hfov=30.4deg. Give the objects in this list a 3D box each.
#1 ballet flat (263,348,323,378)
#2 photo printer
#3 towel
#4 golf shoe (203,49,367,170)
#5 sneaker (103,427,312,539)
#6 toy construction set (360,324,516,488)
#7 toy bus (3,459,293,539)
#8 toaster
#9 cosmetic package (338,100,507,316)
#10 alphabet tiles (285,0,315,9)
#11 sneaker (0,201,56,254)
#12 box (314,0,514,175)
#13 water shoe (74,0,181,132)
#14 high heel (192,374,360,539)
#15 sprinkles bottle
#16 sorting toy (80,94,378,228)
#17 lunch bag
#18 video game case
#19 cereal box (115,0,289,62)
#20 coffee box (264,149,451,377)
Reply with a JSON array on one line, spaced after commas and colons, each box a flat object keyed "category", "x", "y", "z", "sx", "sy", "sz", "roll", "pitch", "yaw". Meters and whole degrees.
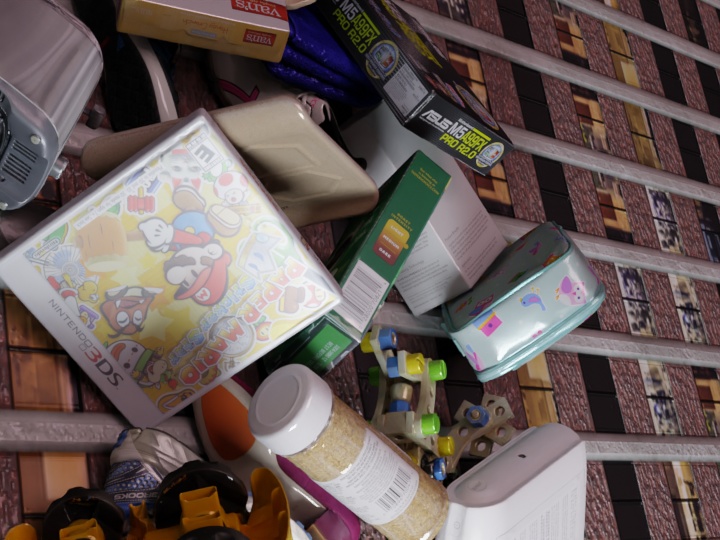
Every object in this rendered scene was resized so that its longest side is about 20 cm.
[{"category": "ballet flat", "x": -0.015, "y": 0.038, "z": 1.218, "sx": 0.072, "sy": 0.072, "sz": 0.201, "roll": 53, "pitch": 41, "yaw": -12}, {"category": "photo printer", "x": 0.136, "y": 0.251, "z": 1.222, "sx": 0.199, "sy": 0.069, "sz": 0.169, "roll": -24, "pitch": 119, "yaw": -50}, {"category": "towel", "x": -0.065, "y": -0.241, "z": 1.265, "sx": 0.146, "sy": 0.050, "sz": 0.201, "roll": 13, "pitch": 33, "yaw": -42}, {"category": "golf shoe", "x": -0.067, "y": -0.156, "z": 1.248, "sx": 0.201, "sy": 0.092, "sz": 0.073, "roll": 54, "pitch": 43, "yaw": -9}, {"category": "sneaker", "x": -0.121, "y": 0.208, "z": 1.023, "sx": 0.199, "sy": 0.077, "sz": 0.086, "roll": 36, "pitch": 57, "yaw": -19}, {"category": "toy construction set", "x": 0.064, "y": 0.142, "z": 1.220, "sx": 0.199, "sy": 0.091, "sz": 0.133, "roll": 31, "pitch": 50, "yaw": -46}, {"category": "toy bus", "x": -0.137, "y": 0.250, "z": 0.922, "sx": 0.136, "sy": 0.197, "sz": 0.195, "roll": -122, "pitch": -157, "yaw": -69}, {"category": "toaster", "x": -0.288, "y": -0.151, "z": 0.984, "sx": 0.199, "sy": 0.114, "sz": 0.130, "roll": 33, "pitch": 42, "yaw": -8}, {"category": "cosmetic package", "x": 0.051, "y": -0.073, "z": 1.336, "sx": 0.201, "sy": 0.084, "sz": 0.108, "roll": 57, "pitch": 39, "yaw": -7}, {"category": "alphabet tiles", "x": -0.104, "y": -0.294, "z": 1.237, "sx": 0.198, "sy": 0.015, "sz": 0.196, "roll": -26, "pitch": 53, "yaw": -25}, {"category": "sneaker", "x": -0.200, "y": -0.009, "z": 1.036, "sx": 0.199, "sy": 0.079, "sz": 0.076, "roll": 28, "pitch": 53, "yaw": -33}, {"category": "box", "x": 0.047, "y": -0.195, "z": 1.271, "sx": 0.159, "sy": 0.044, "sz": 0.201, "roll": 22, "pitch": 30, "yaw": -53}, {"category": "water shoe", "x": -0.182, "y": -0.187, "z": 1.153, "sx": 0.078, "sy": 0.071, "sz": 0.203, "roll": -11, "pitch": 78, "yaw": -47}, {"category": "high heel", "x": -0.071, "y": 0.159, "z": 1.117, "sx": 0.202, "sy": 0.067, "sz": 0.096, "roll": 60, "pitch": 16, "yaw": -2}, {"category": "sprinkles bottle", "x": -0.007, "y": 0.155, "z": 1.081, "sx": 0.200, "sy": 0.068, "sz": 0.069, "roll": 44, "pitch": 42, "yaw": -36}, {"category": "sorting toy", "x": -0.098, "y": -0.079, "z": 1.052, "sx": 0.200, "sy": 0.182, "sz": 0.037, "roll": 44, "pitch": 38, "yaw": -64}, {"category": "lunch bag", "x": 0.154, "y": 0.030, "z": 1.307, "sx": 0.077, "sy": 0.160, "sz": 0.200, "roll": 52, "pitch": 7, "yaw": -7}, {"category": "video game case", "x": -0.142, "y": 0.006, "z": 0.993, "sx": 0.183, "sy": 0.199, "sz": 0.023, "roll": 52, "pitch": 12, "yaw": -23}, {"category": "cereal box", "x": -0.140, "y": -0.266, "z": 1.147, "sx": 0.142, "sy": 0.040, "sz": 0.202, "roll": 8, "pitch": 43, "yaw": -19}, {"category": "coffee box", "x": 0.000, "y": 0.000, "z": 1.121, "sx": 0.044, "sy": 0.123, "sz": 0.201, "roll": 36, "pitch": 52, "yaw": -8}]
